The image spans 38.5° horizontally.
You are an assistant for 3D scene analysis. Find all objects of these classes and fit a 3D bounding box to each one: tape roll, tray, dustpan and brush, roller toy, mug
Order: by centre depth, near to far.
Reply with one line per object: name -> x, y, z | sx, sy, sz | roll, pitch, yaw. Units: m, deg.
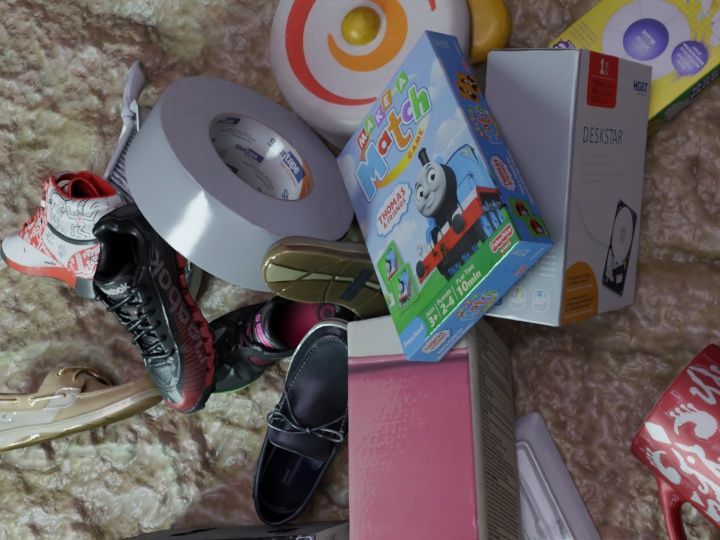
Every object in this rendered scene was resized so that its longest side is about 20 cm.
mug -> 0.300, 0.170, 0.765 | 0.200, 0.134, 0.177 | 40, 72, 24
tray -> 0.145, 0.231, 0.869 | 0.107, 0.022, 0.201 | -28, 73, 11
tape roll -> -0.103, -0.079, 0.908 | 0.201, 0.200, 0.066 | 53, 123, 19
roller toy -> 0.020, -0.195, 0.924 | 0.200, 0.140, 0.183 | 35, 93, 20
dustpan and brush -> -0.227, -0.134, 1.027 | 0.057, 0.140, 0.201 | 21, 50, -14

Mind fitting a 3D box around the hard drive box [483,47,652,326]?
hard drive box -> 0.161, -0.067, 0.815 | 0.076, 0.156, 0.201 | 7, 99, 34

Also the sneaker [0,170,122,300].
sneaker -> -0.289, -0.047, 0.999 | 0.201, 0.067, 0.109 | 17, 115, 44

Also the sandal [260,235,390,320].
sandal -> 0.000, 0.000, 0.875 | 0.080, 0.199, 0.054 | -47, 45, 31

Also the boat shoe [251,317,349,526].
boat shoe -> -0.045, 0.136, 0.896 | 0.074, 0.062, 0.201 | 23, 107, 2

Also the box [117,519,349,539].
box -> -0.111, 0.257, 0.901 | 0.199, 0.117, 0.061 | -7, 81, 16

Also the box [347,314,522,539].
box -> 0.061, 0.145, 0.835 | 0.108, 0.128, 0.201 | -10, 64, 20

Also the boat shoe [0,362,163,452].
boat shoe -> -0.286, 0.124, 1.004 | 0.199, 0.074, 0.070 | -16, 81, 16

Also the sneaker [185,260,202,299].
sneaker -> -0.188, -0.034, 0.989 | 0.077, 0.082, 0.201 | 14, 87, 6

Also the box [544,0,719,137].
box -> 0.242, -0.186, 0.899 | 0.200, 0.048, 0.118 | -41, 71, 10

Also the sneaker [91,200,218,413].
sneaker -> -0.185, 0.033, 0.904 | 0.071, 0.098, 0.202 | -12, 91, 31

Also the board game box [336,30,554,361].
board game box -> 0.055, -0.056, 0.784 | 0.151, 0.036, 0.201 | -51, 46, 41

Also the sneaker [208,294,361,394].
sneaker -> -0.088, 0.054, 0.945 | 0.199, 0.084, 0.077 | -25, 73, 12
